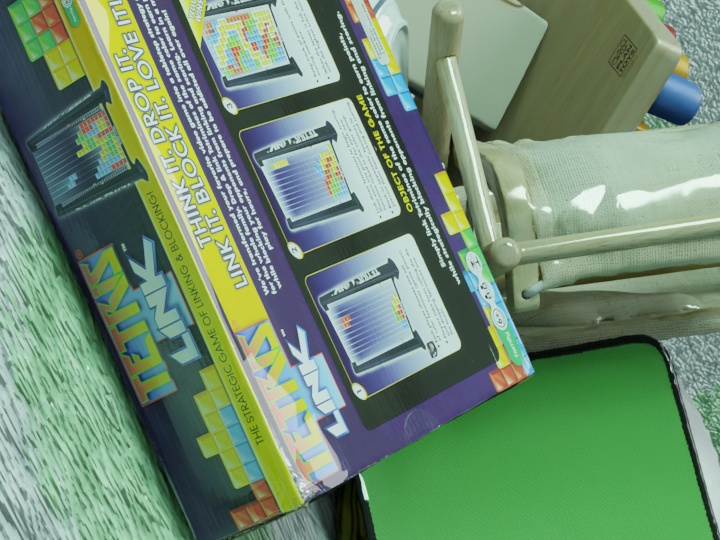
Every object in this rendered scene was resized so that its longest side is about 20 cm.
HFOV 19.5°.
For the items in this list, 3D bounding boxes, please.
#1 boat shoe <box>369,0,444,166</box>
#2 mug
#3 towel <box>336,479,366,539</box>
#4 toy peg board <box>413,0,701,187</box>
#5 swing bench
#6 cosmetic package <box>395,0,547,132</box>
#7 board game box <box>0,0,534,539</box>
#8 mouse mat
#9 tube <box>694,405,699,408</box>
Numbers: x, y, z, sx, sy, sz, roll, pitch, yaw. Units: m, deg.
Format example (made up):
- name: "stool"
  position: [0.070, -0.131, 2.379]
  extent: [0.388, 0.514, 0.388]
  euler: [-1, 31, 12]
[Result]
- name: "boat shoe"
  position: [0.009, -0.024, 0.903]
  extent: [0.074, 0.065, 0.202]
  euler: [37, 58, -70]
- name: "mug"
  position: [0.121, 0.130, 1.056]
  extent: [0.201, 0.147, 0.176]
  euler: [57, 4, -24]
- name: "towel"
  position: [0.015, 0.138, 1.039]
  extent: [0.087, 0.018, 0.200]
  euler: [63, 7, -11]
- name: "toy peg board"
  position: [0.121, -0.078, 1.205]
  extent: [0.097, 0.201, 0.200]
  euler: [18, 25, -27]
- name: "swing bench"
  position: [0.126, -0.031, 0.988]
  extent: [0.200, 0.197, 0.131]
  euler: [103, -23, -65]
- name: "cosmetic package"
  position: [0.001, -0.152, 1.122]
  extent: [0.103, 0.073, 0.200]
  euler: [31, 5, 38]
- name: "board game box"
  position: [-0.034, -0.022, 0.762]
  extent: [0.165, 0.057, 0.201]
  euler: [-22, 87, -53]
- name: "mouse mat"
  position: [0.086, 0.133, 0.930]
  extent: [0.008, 0.160, 0.201]
  euler: [111, -32, -69]
- name: "tube"
  position: [0.153, 0.171, 1.304]
  extent: [0.050, 0.201, 0.077]
  euler: [28, -6, -14]
